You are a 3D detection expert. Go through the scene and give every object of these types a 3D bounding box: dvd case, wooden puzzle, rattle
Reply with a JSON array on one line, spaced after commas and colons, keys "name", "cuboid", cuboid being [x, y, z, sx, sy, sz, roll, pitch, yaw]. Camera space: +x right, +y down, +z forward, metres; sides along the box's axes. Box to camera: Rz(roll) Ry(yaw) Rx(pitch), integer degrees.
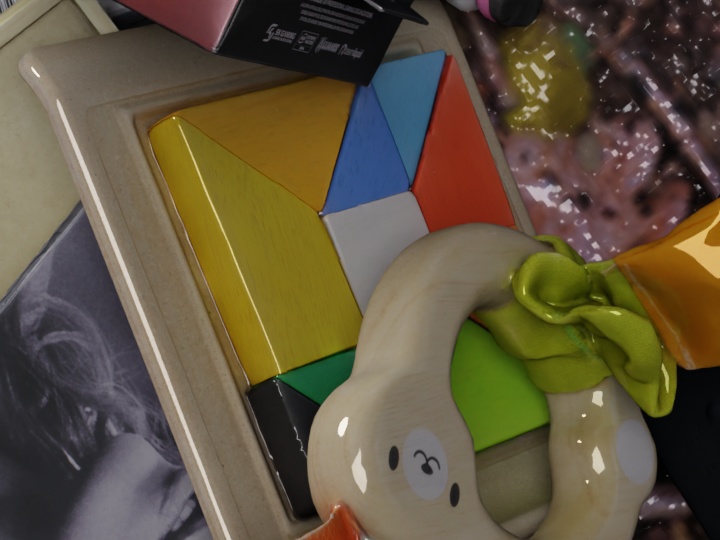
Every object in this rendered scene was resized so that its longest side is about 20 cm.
[{"name": "dvd case", "cuboid": [-0.037, 0.072, 0.880, 0.200, 0.016, 0.149, 45, 59, -14]}, {"name": "wooden puzzle", "cuboid": [0.000, 0.000, 0.892, 0.185, 0.037, 0.200, -18, 79, -45]}, {"name": "rattle", "cuboid": [0.057, 0.055, 0.807, 0.143, 0.200, 0.131, 4, 108, 32]}]

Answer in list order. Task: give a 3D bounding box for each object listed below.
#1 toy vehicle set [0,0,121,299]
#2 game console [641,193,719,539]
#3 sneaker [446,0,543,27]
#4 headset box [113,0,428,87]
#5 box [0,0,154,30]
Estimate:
[{"name": "toy vehicle set", "cuboid": [-0.086, 0.016, 0.920, 0.124, 0.027, 0.200, -37, 104, -3]}, {"name": "game console", "cuboid": [0.164, 0.011, 0.858, 0.200, 0.031, 0.177, -59, 42, 25]}, {"name": "sneaker", "cuboid": [0.031, -0.188, 0.949, 0.086, 0.080, 0.200, 8, 79, 12]}, {"name": "headset box", "cuboid": [-0.068, -0.126, 0.836, 0.200, 0.149, 0.075, 29, 98, 14]}, {"name": "box", "cuboid": [-0.107, -0.178, 0.947, 0.156, 0.041, 0.200, -19, 85, 15]}]
